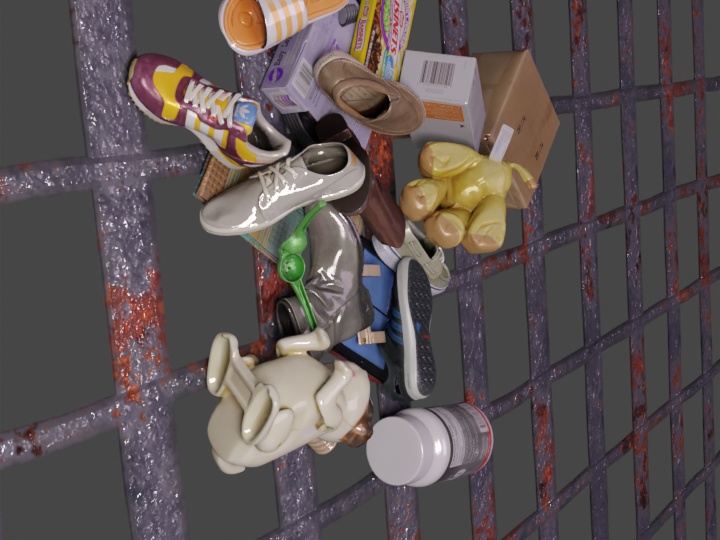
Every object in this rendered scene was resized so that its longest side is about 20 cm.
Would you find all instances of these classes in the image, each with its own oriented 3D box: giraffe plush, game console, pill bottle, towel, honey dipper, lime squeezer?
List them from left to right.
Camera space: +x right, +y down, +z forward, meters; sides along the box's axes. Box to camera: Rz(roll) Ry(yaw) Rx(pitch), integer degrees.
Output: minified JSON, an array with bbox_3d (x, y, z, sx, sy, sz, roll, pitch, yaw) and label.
[{"bbox_3d":[-0.120,-0.104,1.376,0.200,0.022,0.147,42,58,-47],"label":"towel"},{"bbox_3d":[-0.094,0.168,1.420,0.200,0.038,0.038,51,52,-40],"label":"honey dipper"},{"bbox_3d":[-0.073,-0.012,1.324,0.038,0.071,0.201,-14,132,-23],"label":"lime squeezer"},{"bbox_3d":[0.009,0.052,1.566,0.200,0.031,0.178,39,61,-50],"label":"game console"},{"bbox_3d":[0.101,0.254,1.638,0.200,0.114,0.114,2,90,-55],"label":"pill bottle"},{"bbox_3d":[0.141,-0.104,1.618,0.172,0.162,0.200,42,70,0],"label":"giraffe plush"}]

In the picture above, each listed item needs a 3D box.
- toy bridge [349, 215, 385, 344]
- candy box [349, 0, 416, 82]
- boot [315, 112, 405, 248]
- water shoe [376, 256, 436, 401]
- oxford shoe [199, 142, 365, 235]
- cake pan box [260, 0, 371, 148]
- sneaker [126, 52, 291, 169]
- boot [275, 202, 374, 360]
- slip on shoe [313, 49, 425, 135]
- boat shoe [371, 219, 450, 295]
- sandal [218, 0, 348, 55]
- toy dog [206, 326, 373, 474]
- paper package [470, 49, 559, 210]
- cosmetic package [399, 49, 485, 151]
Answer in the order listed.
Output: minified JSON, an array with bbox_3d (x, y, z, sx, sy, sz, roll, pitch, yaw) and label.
[{"bbox_3d":[0.000,0.000,1.511,0.067,0.027,0.201,0,86,-57],"label":"toy bridge"},{"bbox_3d":[0.031,-0.322,1.499,0.102,0.026,0.201,35,62,-56],"label":"candy box"},{"bbox_3d":[0.014,-0.077,1.410,0.187,0.064,0.200,-100,165,-45],"label":"boot"},{"bbox_3d":[0.053,0.080,1.544,0.071,0.079,0.201,22,60,-52],"label":"water shoe"},{"bbox_3d":[-0.091,-0.097,1.273,0.058,0.199,0.075,79,-12,-53],"label":"oxford shoe"},{"bbox_3d":[-0.036,-0.254,1.466,0.184,0.052,0.201,44,56,-45],"label":"cake pan box"},{"bbox_3d":[-0.162,-0.180,1.234,0.200,0.090,0.075,31,65,-43],"label":"sneaker"},{"bbox_3d":[-0.055,0.017,1.408,0.130,0.068,0.201,-33,116,-40],"label":"boot"},{"bbox_3d":[0.021,-0.213,1.428,0.200,0.076,0.061,29,26,-50],"label":"slip on shoe"},{"bbox_3d":[0.089,-0.016,1.628,0.200,0.062,0.072,30,39,-56],"label":"boat shoe"},{"bbox_3d":[-0.082,-0.327,1.344,0.206,0.059,0.079,-34,98,-34],"label":"sandal"},{"bbox_3d":[-0.070,0.165,1.329,0.199,0.139,0.195,-2,116,-38],"label":"toy dog"},{"bbox_3d":[0.224,-0.224,1.807,0.191,0.103,0.201,55,48,-43],"label":"paper package"},{"bbox_3d":[0.117,-0.234,1.589,0.200,0.101,0.072,54,46,-72],"label":"cosmetic package"}]
